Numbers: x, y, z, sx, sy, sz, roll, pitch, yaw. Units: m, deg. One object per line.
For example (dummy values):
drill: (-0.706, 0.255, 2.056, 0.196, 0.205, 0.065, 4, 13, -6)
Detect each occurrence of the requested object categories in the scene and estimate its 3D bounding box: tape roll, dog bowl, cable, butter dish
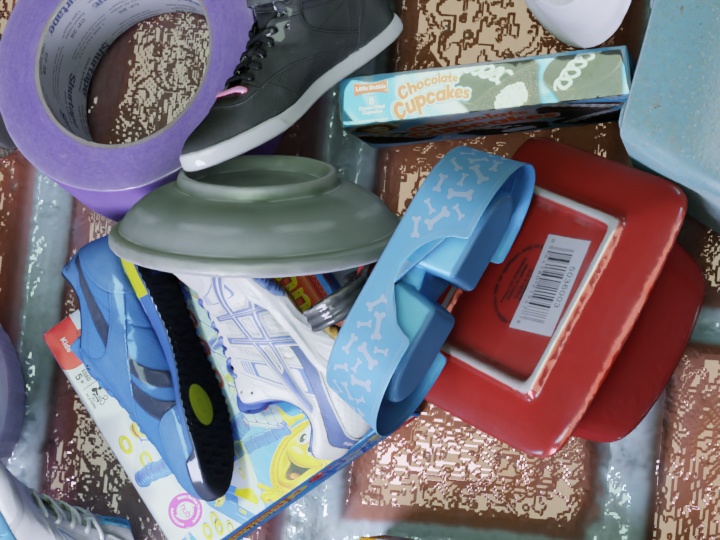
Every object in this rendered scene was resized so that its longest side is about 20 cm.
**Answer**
tape roll: (-0.153, -0.138, 1.729, 0.199, 0.085, 0.201, -6, 71, 18)
dog bowl: (0.043, 0.008, 1.579, 0.049, 0.111, 0.201, 30, 90, 17)
cable: (0.000, 0.000, 1.654, 0.097, 0.200, 0.051, -22, 91, 33)
butter dish: (0.156, 0.036, 1.649, 0.199, 0.147, 0.201, 26, 87, 56)

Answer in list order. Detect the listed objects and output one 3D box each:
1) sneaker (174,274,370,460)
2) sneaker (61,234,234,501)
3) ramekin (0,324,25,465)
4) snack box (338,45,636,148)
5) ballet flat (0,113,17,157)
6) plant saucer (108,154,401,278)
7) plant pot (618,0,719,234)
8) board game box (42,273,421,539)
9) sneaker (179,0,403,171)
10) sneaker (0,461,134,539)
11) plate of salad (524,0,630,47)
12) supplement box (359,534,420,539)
sneaker: (-0.072, 0.050, 1.663, 0.200, 0.075, 0.088, 37, 93, 13)
sneaker: (-0.150, 0.072, 1.686, 0.078, 0.066, 0.201, -25, 80, 20)
ramekin: (-0.337, 0.093, 1.754, 0.199, 0.105, 0.202, -1, 84, 11)
snack box: (0.093, -0.118, 1.682, 0.199, 0.116, 0.037, -6, 84, 11)
ballet flat: (-0.296, -0.178, 1.790, 0.046, 0.067, 0.201, -17, 94, 46)
plant saucer: (-0.068, -0.042, 1.606, 0.199, 0.200, 0.051, 2, 105, 11)
plant pot: (0.280, -0.109, 1.599, 0.199, 0.196, 0.197, 13, 83, 13)
board game box: (-0.092, 0.073, 1.731, 0.195, 0.056, 0.201, -35, 79, 6)
sneaker: (-0.065, -0.151, 1.623, 0.200, 0.071, 0.100, -41, 112, -28)
sneaker: (-0.207, 0.185, 1.697, 0.086, 0.201, 0.075, -31, 42, -4)
plate of salad: (0.140, -0.248, 1.606, 0.048, 0.200, 0.201, -14, 80, -23)
supplement box: (0.093, 0.256, 1.667, 0.199, 0.074, 0.127, 7, 86, 12)
